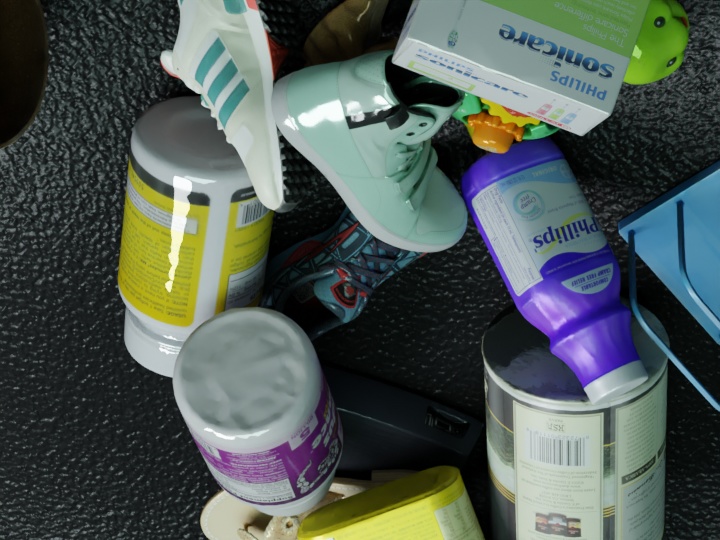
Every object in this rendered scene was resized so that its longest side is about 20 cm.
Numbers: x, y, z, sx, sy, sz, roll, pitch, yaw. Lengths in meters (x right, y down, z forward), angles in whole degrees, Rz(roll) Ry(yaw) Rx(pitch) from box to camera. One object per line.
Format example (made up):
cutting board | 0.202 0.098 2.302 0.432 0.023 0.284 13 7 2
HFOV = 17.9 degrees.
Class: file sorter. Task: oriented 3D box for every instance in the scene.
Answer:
file sorter | 0.313 -0.006 1.709 0.200 0.123 0.139 -32 116 26

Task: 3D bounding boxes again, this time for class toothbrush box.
toothbrush box | 0.124 -0.213 1.532 0.145 0.086 0.201 20 81 -4

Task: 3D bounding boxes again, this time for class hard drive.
hard drive | -0.012 0.150 1.902 0.199 0.042 0.135 18 125 -7

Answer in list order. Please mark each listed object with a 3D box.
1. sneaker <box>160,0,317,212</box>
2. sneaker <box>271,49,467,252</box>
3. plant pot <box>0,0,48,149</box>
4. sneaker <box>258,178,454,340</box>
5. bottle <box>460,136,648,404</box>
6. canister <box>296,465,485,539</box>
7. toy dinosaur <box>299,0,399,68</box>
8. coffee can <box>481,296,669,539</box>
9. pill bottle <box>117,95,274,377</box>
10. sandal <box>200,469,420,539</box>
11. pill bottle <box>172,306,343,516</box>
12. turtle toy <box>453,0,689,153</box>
sneaker | -0.092 -0.137 1.657 0.093 0.070 0.200 -11 90 25
sneaker | 0.041 -0.082 1.626 0.118 0.074 0.200 -14 140 38
plant pot | -0.361 -0.159 1.653 0.200 0.187 0.187 -11 125 31
sneaker | 0.000 0.000 1.761 0.079 0.096 0.200 38 121 -20
bottle | 0.149 0.001 1.695 0.083 0.200 0.065 -18 166 -28
canister | 0.048 0.272 1.825 0.148 0.087 0.200 -20 100 8
toy dinosaur | -0.002 -0.175 1.654 0.106 0.060 0.200 37 123 -7
coffee can | 0.171 0.137 1.811 0.146 0.147 0.200 0 125 6
pill bottle | -0.127 -0.023 1.748 0.114 0.114 0.200 10 126 -1
sandal | -0.037 0.213 1.880 0.211 0.070 0.078 -8 124 11
pill bottle | -0.072 0.117 1.758 0.112 0.113 0.200 -2 154 7
turtle toy | 0.136 -0.156 1.631 0.199 0.101 0.146 -17 122 10
